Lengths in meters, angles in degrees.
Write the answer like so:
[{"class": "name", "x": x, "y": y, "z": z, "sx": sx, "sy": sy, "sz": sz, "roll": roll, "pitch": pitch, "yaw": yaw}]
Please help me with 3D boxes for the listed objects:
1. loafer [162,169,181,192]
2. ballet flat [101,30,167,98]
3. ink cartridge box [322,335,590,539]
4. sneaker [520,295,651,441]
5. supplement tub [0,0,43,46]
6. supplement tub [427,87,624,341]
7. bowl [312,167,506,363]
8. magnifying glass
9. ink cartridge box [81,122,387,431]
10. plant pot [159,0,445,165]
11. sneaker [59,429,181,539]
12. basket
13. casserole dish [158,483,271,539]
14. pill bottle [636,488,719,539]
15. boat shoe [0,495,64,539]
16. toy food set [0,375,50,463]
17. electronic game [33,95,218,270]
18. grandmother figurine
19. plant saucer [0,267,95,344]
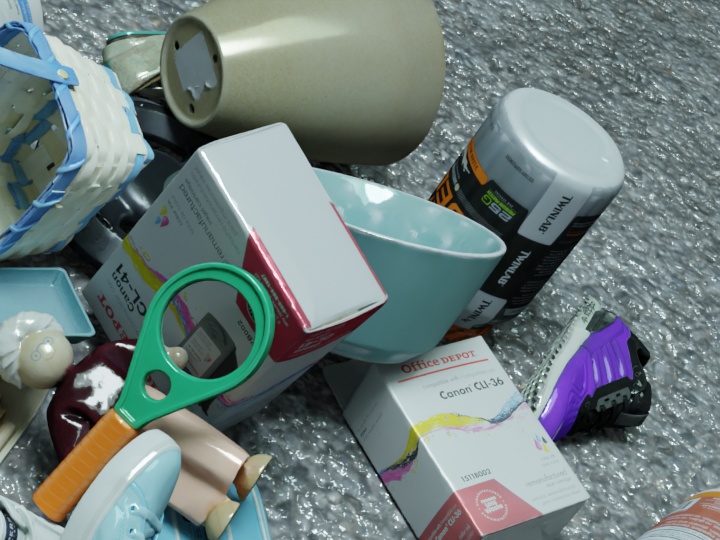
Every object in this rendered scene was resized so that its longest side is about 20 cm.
[{"class": "loafer", "x": -0.063, "y": -0.040, "z": 1.210, "sx": 0.199, "sy": 0.063, "sz": 0.072, "roll": 19, "pitch": 48, "yaw": -41}, {"class": "ballet flat", "x": -0.143, "y": -0.187, "z": 1.364, "sx": 0.199, "sy": 0.067, "sz": 0.063, "roll": -13, "pitch": 85, "yaw": -35}, {"class": "ink cartridge box", "x": 0.069, "y": 0.124, "z": 1.159, "sx": 0.116, "sy": 0.068, "sz": 0.200, "roll": -11, "pitch": 55, "yaw": -38}, {"class": "sneaker", "x": 0.194, "y": 0.102, "z": 1.257, "sx": 0.099, "sy": 0.070, "sz": 0.200, "roll": 37, "pitch": 41, "yaw": 3}, {"class": "supplement tub", "x": -0.349, "y": -0.172, "z": 1.155, "sx": 0.132, "sy": 0.132, "sz": 0.200, "roll": 36, "pitch": 40, "yaw": 6}, {"class": "supplement tub", "x": 0.117, "y": -0.041, "z": 1.247, "sx": 0.122, "sy": 0.200, "sz": 0.123, "roll": 22, "pitch": 36, "yaw": -17}, {"class": "bowl", "x": 0.000, "y": 0.000, "z": 1.134, "sx": 0.200, "sy": 0.106, "sz": 0.201, "roll": 16, "pitch": 14, "yaw": -4}, {"class": "magnifying glass", "x": -0.133, "y": 0.079, "z": 0.956, "sx": 0.080, "sy": 0.200, "sz": 0.022, "roll": 43, "pitch": 2, "yaw": 7}, {"class": "ink cartridge box", "x": -0.092, "y": 0.015, "z": 1.051, "sx": 0.085, "sy": 0.200, "sz": 0.148, "roll": -23, "pitch": 76, "yaw": -44}, {"class": "plant pot", "x": -0.063, "y": -0.175, "z": 1.282, "sx": 0.199, "sy": 0.188, "sz": 0.188, "roll": -9, "pitch": 54, "yaw": -40}, {"class": "sneaker", "x": -0.145, "y": 0.196, "z": 0.899, "sx": 0.082, "sy": 0.074, "sz": 0.201, "roll": 25, "pitch": 77, "yaw": 15}, {"class": "basket", "x": -0.262, "y": -0.085, "z": 1.048, "sx": 0.200, "sy": 0.176, "sz": 0.140, "roll": 1, "pitch": 56, "yaw": -59}, {"class": "casserole dish", "x": -0.108, "y": 0.194, "z": 1.006, "sx": 0.121, "sy": 0.039, "sz": 0.201, "roll": 6, "pitch": 45, "yaw": -27}, {"class": "pill bottle", "x": 0.230, "y": 0.247, "z": 1.100, "sx": 0.200, "sy": 0.112, "sz": 0.112, "roll": -25, "pitch": 65, "yaw": -44}, {"class": "boat shoe", "x": -0.227, "y": 0.165, "z": 0.897, "sx": 0.200, "sy": 0.065, "sz": 0.074, "roll": 21, "pitch": 53, "yaw": -45}, {"class": "toy food set", "x": -0.302, "y": 0.093, "z": 0.972, "sx": 0.143, "sy": 0.061, "sz": 0.200, "roll": 30, "pitch": 41, "yaw": -1}, {"class": "electronic game", "x": -0.169, "y": -0.062, "z": 1.222, "sx": 0.199, "sy": 0.042, "sz": 0.201, "roll": 21, "pitch": 45, "yaw": -23}, {"class": "grandmother figurine", "x": -0.157, "y": 0.092, "z": 0.999, "sx": 0.200, "sy": 0.061, "sz": 0.121, "roll": 33, "pitch": 50, "yaw": 2}, {"class": "plant saucer", "x": -0.281, "y": 0.027, "z": 1.021, "sx": 0.199, "sy": 0.019, "sz": 0.070, "roll": 1, "pitch": 43, "yaw": -39}]
